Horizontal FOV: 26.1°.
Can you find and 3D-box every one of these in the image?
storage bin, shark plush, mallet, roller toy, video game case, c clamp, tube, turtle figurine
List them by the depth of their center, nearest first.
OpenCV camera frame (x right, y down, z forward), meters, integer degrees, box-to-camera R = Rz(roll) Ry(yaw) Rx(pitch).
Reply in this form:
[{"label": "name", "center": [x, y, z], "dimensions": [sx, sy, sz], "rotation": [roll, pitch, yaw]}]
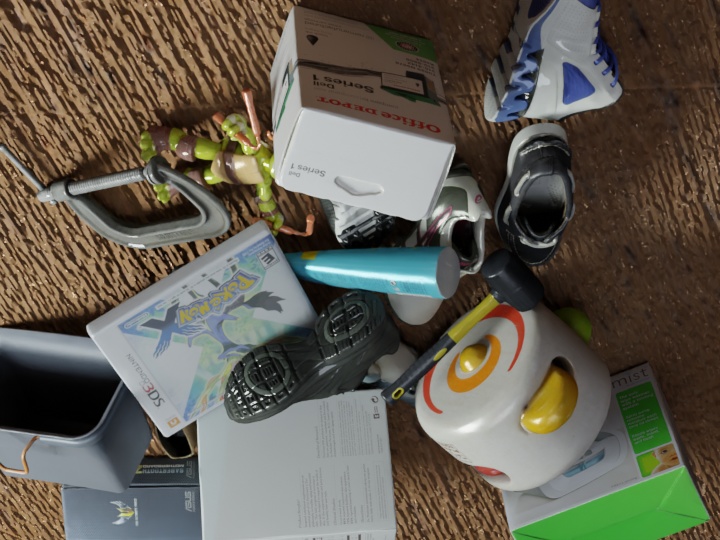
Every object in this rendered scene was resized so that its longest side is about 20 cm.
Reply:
[{"label": "turtle figurine", "center": [-0.126, -0.110, 1.480], "dimensions": [0.161, 0.065, 0.200], "rotation": [4, 144, 21]}, {"label": "c clamp", "center": [-0.230, -0.071, 1.502], "dimensions": [0.200, 0.027, 0.171], "rotation": [-4, 142, 31]}, {"label": "video game case", "center": [-0.147, 0.062, 1.548], "dimensions": [0.200, 0.022, 0.182], "rotation": [-32, 137, -5]}, {"label": "tube", "center": [0.000, 0.000, 1.548], "dimensions": [0.200, 0.051, 0.077], "rotation": [2, 159, 30]}, {"label": "mallet", "center": [0.093, 0.057, 1.572], "dimensions": [0.200, 0.041, 0.066], "rotation": [-37, 119, 1]}, {"label": "storage bin", "center": [-0.319, 0.162, 1.616], "dimensions": [0.200, 0.146, 0.134], "rotation": [4, 140, 22]}, {"label": "roller toy", "center": [0.154, 0.125, 1.620], "dimensions": [0.182, 0.200, 0.140], "rotation": [-35, 121, 26]}, {"label": "shark plush", "center": [0.027, 0.105, 1.694], "dimensions": [0.083, 0.091, 0.200], "rotation": [-20, 146, 38]}]

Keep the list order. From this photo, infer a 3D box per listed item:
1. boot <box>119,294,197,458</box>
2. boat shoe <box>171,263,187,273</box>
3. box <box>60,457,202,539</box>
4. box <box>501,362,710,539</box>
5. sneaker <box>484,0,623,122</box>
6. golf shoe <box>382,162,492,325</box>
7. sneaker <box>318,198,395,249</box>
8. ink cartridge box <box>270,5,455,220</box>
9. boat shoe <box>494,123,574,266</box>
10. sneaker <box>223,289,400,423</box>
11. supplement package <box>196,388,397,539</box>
[{"label": "boot", "center": [-0.208, 0.115, 1.652], "dimensions": [0.073, 0.076, 0.200], "rotation": [-12, 125, 6]}, {"label": "boat shoe", "center": [-0.136, 0.060, 1.627], "dimensions": [0.060, 0.074, 0.200], "rotation": [16, 156, 35]}, {"label": "box", "center": [-0.260, 0.304, 1.798], "dimensions": [0.157, 0.051, 0.200], "rotation": [1, 126, -4]}, {"label": "box", "center": [0.258, 0.220, 1.705], "dimensions": [0.200, 0.177, 0.097], "rotation": [-22, 125, 11]}, {"label": "sneaker", "center": [0.201, -0.215, 1.453], "dimensions": [0.115, 0.081, 0.200], "rotation": [10, 131, -16]}, {"label": "golf shoe", "center": [0.077, -0.012, 1.568], "dimensions": [0.077, 0.088, 0.200], "rotation": [-11, 133, -28]}, {"label": "sneaker", "center": [-0.019, -0.091, 1.526], "dimensions": [0.066, 0.091, 0.200], "rotation": [-29, 150, 1]}, {"label": "ink cartridge box", "center": [-0.001, -0.145, 1.402], "dimensions": [0.146, 0.200, 0.084], "rotation": [12, 123, -14]}, {"label": "boat shoe", "center": [0.176, -0.059, 1.533], "dimensions": [0.074, 0.060, 0.200], "rotation": [-2, 144, -5]}, {"label": "sneaker", "center": [-0.045, 0.103, 1.566], "dimensions": [0.200, 0.076, 0.091], "rotation": [-29, 142, 13]}, {"label": "supplement package", "center": [-0.068, 0.225, 1.664], "dimensions": [0.199, 0.152, 0.151], "rotation": [-4, 161, -2]}]
